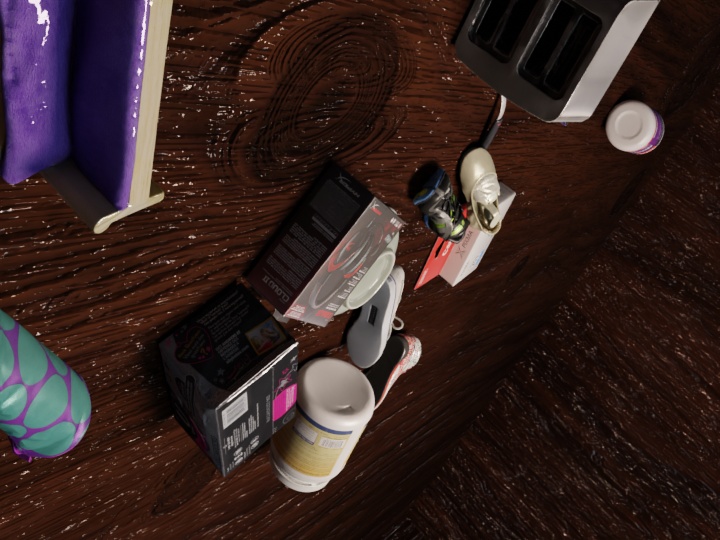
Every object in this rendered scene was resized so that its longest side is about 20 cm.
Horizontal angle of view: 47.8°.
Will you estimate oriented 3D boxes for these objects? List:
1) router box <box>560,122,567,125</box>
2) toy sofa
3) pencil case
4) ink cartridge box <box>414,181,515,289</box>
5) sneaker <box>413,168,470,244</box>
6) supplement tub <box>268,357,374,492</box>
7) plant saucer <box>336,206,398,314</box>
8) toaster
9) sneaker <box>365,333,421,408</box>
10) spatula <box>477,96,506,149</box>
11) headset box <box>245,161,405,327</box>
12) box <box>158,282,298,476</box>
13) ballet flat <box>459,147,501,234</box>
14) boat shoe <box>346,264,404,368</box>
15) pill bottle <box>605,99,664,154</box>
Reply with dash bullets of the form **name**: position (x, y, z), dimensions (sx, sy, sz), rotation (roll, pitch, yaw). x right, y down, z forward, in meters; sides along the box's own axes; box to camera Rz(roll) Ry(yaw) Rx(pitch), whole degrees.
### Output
- **router box**: position (0.392, -0.365, 1.384), dimensions (0.201, 0.052, 0.157), rotation (-50, 161, 0)
- **toy sofa**: position (-0.181, -0.125, 0.538), dimensions (0.097, 0.082, 0.202), rotation (-32, 154, -42)
- **pencil case**: position (-0.298, 0.097, 0.679), dimensions (0.094, 0.084, 0.201), rotation (-59, 163, -19)
- **ink cartridge box**: position (0.197, -0.054, 1.532), dimensions (0.175, 0.044, 0.202), rotation (-32, 153, -44)
- **sneaker**: position (0.134, -0.095, 1.267), dimensions (0.071, 0.082, 0.200), rotation (-48, 160, -4)
- **supplement tub**: position (-0.071, 0.263, 1.372), dimensions (0.143, 0.144, 0.202), rotation (-25, 149, -48)
- **plant saucer**: position (0.000, 0.000, 1.197), dimensions (0.200, 0.050, 0.201), rotation (-43, 159, -20)
- **toaster**: position (0.229, -0.290, 0.990), dimensions (0.118, 0.180, 0.203), rotation (-16, 142, -51)
- **sneaker**: position (0.053, 0.218, 1.670), dimensions (0.204, 0.067, 0.107), rotation (-58, 156, 15)
- **spatula**: position (0.216, -0.250, 1.257), dimensions (0.056, 0.020, 0.202), rotation (-36, 156, -36)
- **headset box**: position (-0.046, -0.018, 1.027), dimensions (0.201, 0.075, 0.148), rotation (-52, 161, 4)
- **box**: position (-0.161, 0.139, 1.004), dimensions (0.131, 0.114, 0.202), rotation (-37, 155, -27)
- **ballet flat**: position (0.208, -0.125, 1.355), dimensions (0.069, 0.069, 0.201), rotation (-44, 151, -13)
- **boat shoe**: position (0.035, 0.072, 1.381), dimensions (0.086, 0.074, 0.206), rotation (-32, 144, -45)
- **pill bottle**: position (0.647, -0.333, 1.901), dimensions (0.114, 0.112, 0.199), rotation (-57, 159, 21)
